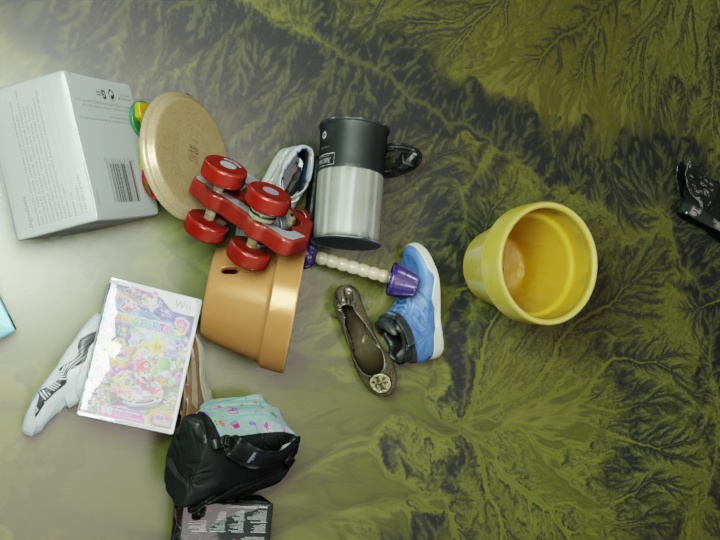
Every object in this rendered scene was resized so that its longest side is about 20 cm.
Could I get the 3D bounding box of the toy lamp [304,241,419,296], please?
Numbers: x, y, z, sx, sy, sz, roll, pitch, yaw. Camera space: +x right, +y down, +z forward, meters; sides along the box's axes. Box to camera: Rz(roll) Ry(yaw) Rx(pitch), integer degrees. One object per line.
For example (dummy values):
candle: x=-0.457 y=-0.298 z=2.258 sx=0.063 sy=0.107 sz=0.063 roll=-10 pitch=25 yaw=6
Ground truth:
toy lamp: x=0.000 y=0.000 z=1.477 sx=0.195 sy=0.058 sz=0.060 roll=14 pitch=82 yaw=-1

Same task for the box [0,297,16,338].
box: x=-0.553 y=0.004 z=1.262 sx=0.048 sy=0.082 sz=0.204 roll=-26 pitch=98 yaw=-19

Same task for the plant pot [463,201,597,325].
plant pot: x=0.277 y=-0.008 z=1.551 sx=0.196 sy=0.188 sz=0.206 roll=1 pitch=87 yaw=-22

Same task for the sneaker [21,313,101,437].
sneaker: x=-0.405 y=0.175 z=1.320 sx=0.114 sy=0.075 sz=0.202 roll=36 pitch=72 yaw=-14

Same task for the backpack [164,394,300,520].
backpack: x=-0.188 y=0.266 z=1.350 sx=0.197 sy=0.127 sz=0.169 roll=-3 pitch=133 yaw=-44

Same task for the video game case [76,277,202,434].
video game case: x=-0.322 y=0.125 z=1.312 sx=0.140 sy=0.018 sz=0.205 roll=14 pitch=75 yaw=-16

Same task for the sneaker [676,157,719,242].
sneaker: x=0.710 y=-0.135 z=1.806 sx=0.197 sy=0.060 sz=0.106 roll=26 pitch=83 yaw=-16

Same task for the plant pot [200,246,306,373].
plant pot: x=-0.166 y=0.046 z=1.376 sx=0.137 sy=0.200 sz=0.205 roll=10 pitch=84 yaw=-4

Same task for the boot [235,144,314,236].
boot: x=-0.137 y=-0.111 z=1.432 sx=0.072 sy=0.095 sz=0.204 roll=25 pitch=79 yaw=-19

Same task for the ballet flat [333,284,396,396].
ballet flat: x=0.005 y=0.120 z=1.497 sx=0.066 sy=0.046 sz=0.204 roll=-20 pitch=94 yaw=13

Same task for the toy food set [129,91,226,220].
toy food set: x=-0.269 y=-0.174 z=1.356 sx=0.199 sy=0.048 sz=0.203 roll=0 pitch=84 yaw=-60

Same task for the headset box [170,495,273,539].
headset box: x=-0.222 y=0.456 z=1.387 sx=0.145 sy=0.075 sz=0.205 roll=6 pitch=85 yaw=-22

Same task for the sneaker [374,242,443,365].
sneaker: x=0.076 y=0.060 z=1.524 sx=0.109 sy=0.076 sz=0.205 roll=-11 pitch=99 yaw=-32

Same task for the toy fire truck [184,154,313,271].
toy fire truck: x=-0.151 y=-0.090 z=1.316 sx=0.198 sy=0.167 sz=0.114 roll=31 pitch=114 yaw=19

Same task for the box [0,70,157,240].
box: x=-0.399 y=-0.158 z=1.252 sx=0.128 sy=0.199 sz=0.205 roll=-12 pitch=93 yaw=12

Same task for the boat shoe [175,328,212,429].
boat shoe: x=-0.281 y=0.148 z=1.364 sx=0.071 sy=0.075 sz=0.205 roll=-20 pitch=95 yaw=-50

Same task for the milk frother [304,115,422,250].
milk frother: x=0.014 y=-0.127 z=1.452 sx=0.195 sy=0.180 sz=0.193 roll=7 pitch=82 yaw=-15
